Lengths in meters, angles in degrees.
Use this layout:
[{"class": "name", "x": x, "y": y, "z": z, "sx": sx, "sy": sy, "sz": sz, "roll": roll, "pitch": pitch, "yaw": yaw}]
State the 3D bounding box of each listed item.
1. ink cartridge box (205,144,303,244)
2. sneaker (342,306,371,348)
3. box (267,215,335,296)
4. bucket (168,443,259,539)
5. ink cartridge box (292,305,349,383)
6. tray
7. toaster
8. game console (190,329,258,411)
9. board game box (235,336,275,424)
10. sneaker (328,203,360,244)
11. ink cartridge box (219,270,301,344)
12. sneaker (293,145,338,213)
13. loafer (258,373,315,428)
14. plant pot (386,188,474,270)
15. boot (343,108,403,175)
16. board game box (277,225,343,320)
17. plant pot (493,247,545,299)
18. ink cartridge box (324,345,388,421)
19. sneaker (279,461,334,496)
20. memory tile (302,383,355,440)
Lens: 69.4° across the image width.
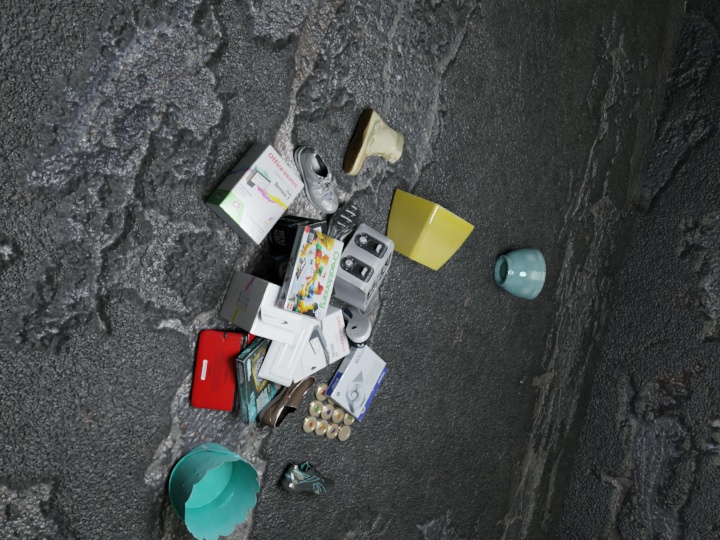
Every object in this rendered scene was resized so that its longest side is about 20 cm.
[{"class": "ink cartridge box", "x": -0.256, "y": -0.189, "z": 1.280, "sx": 0.201, "sy": 0.084, "sz": 0.145, "roll": -55, "pitch": 129, "yaw": -18}, {"class": "sneaker", "x": -0.001, "y": 0.190, "z": 1.513, "sx": 0.072, "sy": 0.200, "sz": 0.113, "roll": -17, "pitch": 112, "yaw": -5}, {"class": "box", "x": -0.156, "y": -0.032, "z": 1.349, "sx": 0.086, "sy": 0.163, "sz": 0.202, "roll": -20, "pitch": 113, "yaw": -36}, {"class": "bucket", "x": -0.372, "y": 0.546, "z": 1.309, "sx": 0.206, "sy": 0.134, "sz": 0.209, "roll": -10, "pitch": 106, "yaw": -40}, {"class": "ink cartridge box", "x": -0.139, "y": 0.201, "z": 1.467, "sx": 0.199, "sy": 0.084, "sz": 0.146, "roll": -23, "pitch": 113, "yaw": -35}, {"class": "tray", "x": -0.183, "y": 0.198, "z": 1.361, "sx": 0.107, "sy": 0.022, "sz": 0.201, "roll": 29, "pitch": 78, "yaw": -37}, {"class": "toaster", "x": 0.000, "y": 0.000, "z": 1.476, "sx": 0.182, "sy": 0.118, "sz": 0.200, "roll": -58, "pitch": 169, "yaw": -24}, {"class": "game console", "x": -0.336, "y": 0.248, "z": 1.353, "sx": 0.171, "sy": 0.119, "sz": 0.202, "roll": 8, "pitch": 94, "yaw": -10}, {"class": "board game box", "x": -0.268, "y": 0.278, "z": 1.348, "sx": 0.135, "sy": 0.028, "sz": 0.202, "roll": -46, "pitch": 143, "yaw": -57}, {"class": "sneaker", "x": -0.066, "y": -0.101, "z": 1.473, "sx": 0.074, "sy": 0.079, "sz": 0.201, "roll": 30, "pitch": 82, "yaw": -3}, {"class": "ink cartridge box", "x": -0.233, "y": 0.092, "z": 1.285, "sx": 0.128, "sy": 0.199, "sz": 0.126, "roll": 23, "pitch": 85, "yaw": -41}, {"class": "sneaker", "x": -0.110, "y": -0.237, "z": 1.397, "sx": 0.075, "sy": 0.082, "sz": 0.201, "roll": -45, "pitch": 125, "yaw": -24}, {"class": "loafer", "x": -0.192, "y": 0.366, "z": 1.459, "sx": 0.200, "sy": 0.071, "sz": 0.073, "roll": -45, "pitch": 144, "yaw": -19}, {"class": "plant pot", "x": 0.195, "y": -0.118, "z": 1.626, "sx": 0.199, "sy": 0.200, "sz": 0.178, "roll": 22, "pitch": 97, "yaw": -41}, {"class": "boot", "x": 0.043, "y": -0.343, "z": 1.512, "sx": 0.155, "sy": 0.072, "sz": 0.202, "roll": 28, "pitch": 76, "yaw": -38}, {"class": "board game box", "x": -0.118, "y": 0.009, "z": 1.244, "sx": 0.126, "sy": 0.034, "sz": 0.202, "roll": 22, "pitch": 78, "yaw": -42}, {"class": "plant pot", "x": 0.599, "y": 0.006, "z": 2.009, "sx": 0.133, "sy": 0.200, "sz": 0.202, "roll": 6, "pitch": 96, "yaw": -14}, {"class": "ink cartridge box", "x": 0.002, "y": 0.353, "z": 1.638, "sx": 0.200, "sy": 0.040, "sz": 0.201, "roll": 46, "pitch": 64, "yaw": -36}, {"class": "sneaker", "x": -0.146, "y": 0.625, "z": 1.562, "sx": 0.199, "sy": 0.075, "sz": 0.080, "roll": 27, "pitch": 79, "yaw": -41}, {"class": "memory tile", "x": -0.085, "y": 0.443, "z": 1.613, "sx": 0.199, "sy": 0.017, "sz": 0.154, "roll": 29, "pitch": 80, "yaw": -41}]
